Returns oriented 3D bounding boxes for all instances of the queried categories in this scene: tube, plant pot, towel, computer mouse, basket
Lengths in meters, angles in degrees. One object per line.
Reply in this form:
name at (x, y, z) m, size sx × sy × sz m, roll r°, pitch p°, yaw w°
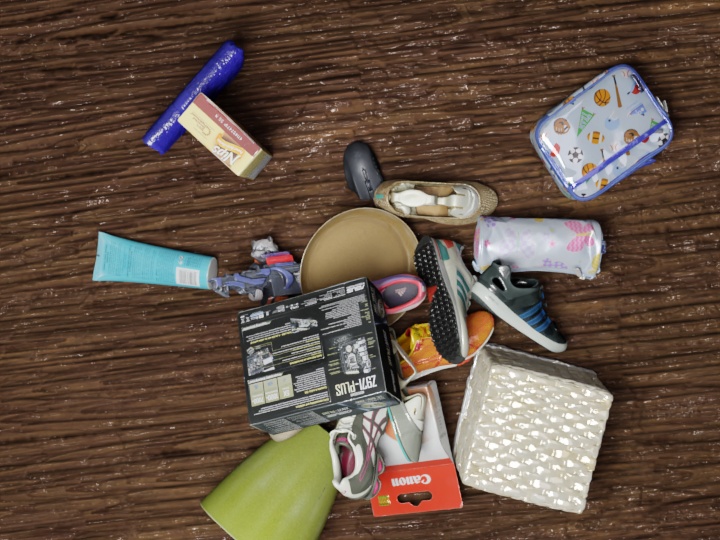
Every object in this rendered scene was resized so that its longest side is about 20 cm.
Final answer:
tube at (-0.329, -0.009, 1.368) m, size 0.197 × 0.050 × 0.079 m, roll 9°, pitch 88°, yaw 7°
plant pot at (0.000, 0.000, 1.331) m, size 0.197 × 0.027 × 0.203 m, roll -5°, pitch 107°, yaw -15°
towel at (-0.249, -0.260, 1.309) m, size 0.049 × 0.148 × 0.200 m, roll 41°, pitch 93°, yaw -18°
computer mouse at (0.021, -0.106, 1.356) m, size 0.058 × 0.034 × 0.202 m, roll -21°, pitch 92°, yaw 2°
plant pot at (-0.109, 0.332, 1.316) m, size 0.187 × 0.187 × 0.201 m, roll 39°, pitch 77°, yaw 1°
basket at (0.252, 0.233, 1.296) m, size 0.197 × 0.161 × 0.201 m, roll 14°, pitch 93°, yaw 3°

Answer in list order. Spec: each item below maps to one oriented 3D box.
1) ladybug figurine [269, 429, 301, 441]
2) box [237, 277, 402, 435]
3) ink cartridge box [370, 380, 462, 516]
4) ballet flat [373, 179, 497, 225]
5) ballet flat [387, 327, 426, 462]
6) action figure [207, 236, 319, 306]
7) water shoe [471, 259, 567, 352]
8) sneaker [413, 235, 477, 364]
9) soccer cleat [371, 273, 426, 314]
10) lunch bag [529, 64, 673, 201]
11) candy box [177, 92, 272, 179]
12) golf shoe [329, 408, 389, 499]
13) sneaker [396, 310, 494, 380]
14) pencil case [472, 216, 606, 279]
ladybug figurine at (-0.078, 0.165, 1.297) m, size 0.072 × 0.136 × 0.200 m, roll 45°, pitch 65°, yaw -9°
box at (-0.058, 0.121, 1.193) m, size 0.198 × 0.086 × 0.166 m, roll -16°, pitch 67°, yaw 12°
ink cartridge box at (0.058, 0.282, 1.333) m, size 0.160 × 0.050 × 0.203 m, roll -13°, pitch 87°, yaw 25°
ballet flat at (0.120, -0.105, 1.323) m, size 0.197 × 0.065 × 0.072 m, roll -1°, pitch 95°, yaw -7°
ballet flat at (0.061, 0.178, 1.263) m, size 0.063 × 0.067 × 0.202 m, roll -26°, pitch 75°, yaw 13°
action figure at (-0.158, 0.045, 1.328) m, size 0.198 × 0.104 × 0.196 m, roll 3°, pitch 84°, yaw -35°
water shoe at (0.258, 0.056, 1.300) m, size 0.199 × 0.071 × 0.079 m, roll 32°, pitch 95°, yaw -30°
sneaker at (0.148, 0.041, 1.301) m, size 0.092 × 0.070 × 0.202 m, roll 1°, pitch 64°, yaw -31°
soccer cleat at (0.002, 0.049, 1.274) m, size 0.197 × 0.076 × 0.068 m, roll -15°, pitch 85°, yaw -3°
lunch bag at (0.373, -0.208, 1.320) m, size 0.199 × 0.076 × 0.161 m, roll -34°, pitch 92°, yaw 4°
candy box at (-0.195, -0.194, 1.275) m, size 0.115 × 0.200 × 0.055 m, roll 43°, pitch 93°, yaw -4°
golf shoe at (-0.004, 0.232, 1.269) m, size 0.076 × 0.088 × 0.203 m, roll -11°, pitch 68°, yaw 26°
sneaker at (0.115, 0.112, 1.329) m, size 0.198 × 0.073 × 0.078 m, roll -26°, pitch 129°, yaw 1°
pencil case at (0.271, -0.036, 1.324) m, size 0.197 × 0.083 × 0.092 m, roll 3°, pitch 96°, yaw 2°
